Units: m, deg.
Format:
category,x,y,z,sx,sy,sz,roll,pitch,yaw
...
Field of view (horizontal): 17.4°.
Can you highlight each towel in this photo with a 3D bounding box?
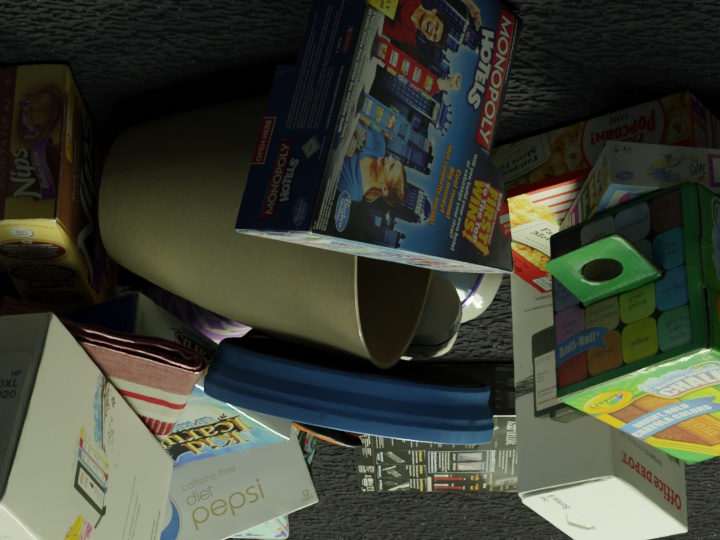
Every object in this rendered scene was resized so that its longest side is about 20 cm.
category,x,y,z,sx,sy,sz,roll,pitch,yaw
towel,-0.198,0.089,1.616,0.143,0.023,0.200,16,146,-11

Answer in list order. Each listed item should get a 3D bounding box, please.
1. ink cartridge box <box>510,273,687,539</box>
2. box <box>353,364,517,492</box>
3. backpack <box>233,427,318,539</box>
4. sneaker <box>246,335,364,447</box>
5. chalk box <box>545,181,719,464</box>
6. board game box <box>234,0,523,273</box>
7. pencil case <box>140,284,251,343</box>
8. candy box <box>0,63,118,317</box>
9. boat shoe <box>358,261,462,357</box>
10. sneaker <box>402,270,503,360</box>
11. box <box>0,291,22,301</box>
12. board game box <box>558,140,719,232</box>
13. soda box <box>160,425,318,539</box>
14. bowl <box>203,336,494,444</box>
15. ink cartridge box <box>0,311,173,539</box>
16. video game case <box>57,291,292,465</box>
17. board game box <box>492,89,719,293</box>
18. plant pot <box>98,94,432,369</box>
category,x,y,z,sx,sy,sz,roll,pitch,yaw
ink cartridge box,0.183,0.095,1.789,0.084,0.201,0.146,-14,152,27
box,0.071,0.142,2.077,0.157,0.050,0.200,-1,155,3
backpack,-0.129,0.138,1.970,0.176,0.151,0.200,2,150,10
sneaker,-0.012,0.101,1.870,0.112,0.078,0.199,26,-160,39
chalk box,0.206,0.031,1.547,0.124,0.125,0.199,-22,147,37
board game box,0.029,-0.082,1.431,0.061,0.201,0.200,3,161,38
pencil case,-0.125,0.024,1.789,0.085,0.084,0.200,33,146,-11
candy box,-0.208,-0.042,1.607,0.056,0.117,0.200,-2,156,7
boat shoe,-0.026,0.020,1.656,0.199,0.072,0.066,8,152,4
sneaker,0.000,0.000,1.755,0.146,0.081,0.200,25,153,-22
box,-0.229,0.114,1.860,0.159,0.044,0.201,1,122,36
board game box,0.247,-0.035,1.595,0.199,0.034,0.135,4,154,-9
soda box,-0.138,0.180,1.789,0.199,0.069,0.064,-20,-178,-19
bowl,-0.006,0.079,1.588,0.199,0.040,0.201,10,-177,0
ink cartridge box,-0.238,0.142,1.551,0.146,0.145,0.200,-6,144,22
video game case,-0.180,0.090,1.691,0.199,0.046,0.181,-15,148,33
board game box,0.176,-0.052,1.654,0.199,0.047,0.151,-16,150,31
plant pot,-0.067,-0.040,1.563,0.199,0.188,0.187,7,158,17
